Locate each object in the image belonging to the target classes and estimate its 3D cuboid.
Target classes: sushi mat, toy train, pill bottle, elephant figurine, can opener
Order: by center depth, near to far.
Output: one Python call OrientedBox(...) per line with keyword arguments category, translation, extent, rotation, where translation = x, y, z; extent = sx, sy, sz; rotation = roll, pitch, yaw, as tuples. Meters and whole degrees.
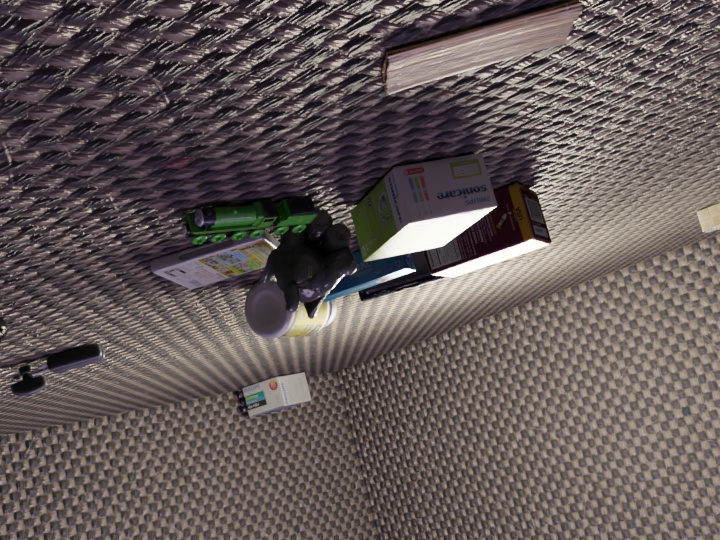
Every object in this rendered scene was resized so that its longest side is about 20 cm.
OrientedBox(category="sushi mat", translation=(0.117, -0.219, 0.962), extent=(0.197, 0.012, 0.096), rotation=(-16, 171, -1))
OrientedBox(category="toy train", translation=(-0.146, -0.070, 1.307), extent=(0.198, 0.042, 0.056), rotation=(-8, 158, -37))
OrientedBox(category="elephant figurine", translation=(-0.084, 0.001, 1.491), extent=(0.153, 0.143, 0.200), rotation=(-18, 168, -21))
OrientedBox(category="pill bottle", translation=(-0.131, 0.074, 1.915), extent=(0.111, 0.114, 0.199), rotation=(-20, 169, 27))
OrientedBox(category="can opener", translation=(-0.629, 0.205, 2.021), extent=(0.197, 0.067, 0.053), rotation=(-20, 170, -6))

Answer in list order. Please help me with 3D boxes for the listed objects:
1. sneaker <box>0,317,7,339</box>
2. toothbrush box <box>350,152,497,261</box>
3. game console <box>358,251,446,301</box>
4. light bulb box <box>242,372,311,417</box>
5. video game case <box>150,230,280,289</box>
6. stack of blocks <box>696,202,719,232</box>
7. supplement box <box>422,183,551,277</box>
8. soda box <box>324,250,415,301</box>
OrientedBox(category="sneaker", translation=(-0.572, 0.084, 1.451), extent=(0.087, 0.077, 0.199), rotation=(-27, -179, -31))
OrientedBox(category="toothbrush box", translation=(0.088, -0.090, 1.427), extent=(0.144, 0.087, 0.200), rotation=(-12, 170, -21))
OrientedBox(category="game console", translation=(0.079, -0.023, 1.997), extent=(0.197, 0.118, 0.176), rotation=(-15, -159, 1))
OrientedBox(category="light bulb box", translation=(-0.345, 0.511, 4.004), extent=(0.196, 0.127, 0.199), rotation=(-21, 170, 29))
OrientedBox(category="video game case", translation=(-0.217, -0.017, 1.540), extent=(0.179, 0.023, 0.200), rotation=(-17, 169, 5))
OrientedBox(category="stack of blocks", translation=(1.012, -0.162, 2.590), extent=(0.198, 0.059, 0.115), rotation=(-21, 169, 27))
OrientedBox(category="supplement box", translation=(0.218, -0.067, 1.711), extent=(0.198, 0.105, 0.130), rotation=(-19, 170, 24))
OrientedBox(category="soda box", translation=(0.000, 0.000, 1.856), extent=(0.197, 0.065, 0.068), rotation=(-19, 170, 19))
